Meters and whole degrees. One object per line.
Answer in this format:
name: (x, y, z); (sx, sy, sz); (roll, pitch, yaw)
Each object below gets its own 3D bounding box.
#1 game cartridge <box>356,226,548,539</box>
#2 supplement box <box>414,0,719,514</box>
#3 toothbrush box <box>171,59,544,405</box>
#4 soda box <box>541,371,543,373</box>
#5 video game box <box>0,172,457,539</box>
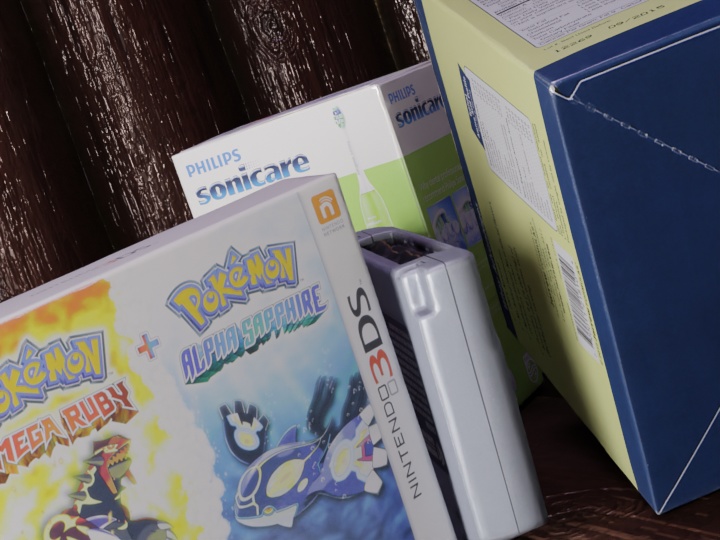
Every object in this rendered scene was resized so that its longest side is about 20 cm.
game cartridge: (0.034, 0.052, 0.737); (0.041, 0.134, 0.200); (-21, 9, -7)
supplement box: (0.132, -0.042, 0.722); (0.133, 0.202, 0.200); (-20, 25, -6)
toothbrush box: (0.000, 0.000, 0.930); (0.145, 0.202, 0.086); (-16, 9, 31)
soda box: (0.170, -0.002, 1.016); (0.199, 0.064, 0.068); (-28, 11, -39)
video game box: (-0.062, 0.080, 0.611); (0.199, 0.184, 0.047); (-27, 10, -37)
